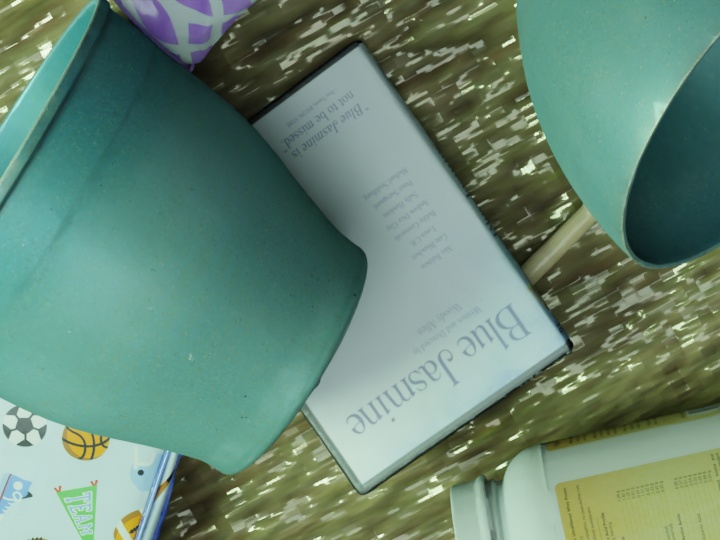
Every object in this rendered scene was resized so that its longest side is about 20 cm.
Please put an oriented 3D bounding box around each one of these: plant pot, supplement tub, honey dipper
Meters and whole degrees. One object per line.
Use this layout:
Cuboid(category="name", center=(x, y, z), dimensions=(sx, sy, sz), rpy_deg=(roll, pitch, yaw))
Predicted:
Cuboid(category="plant pot", center=(-0.106, -0.002, 1.204), dimensions=(0.187, 0.200, 0.201), rpy_deg=(32, 106, -13))
Cuboid(category="plant pot", center=(0.156, -0.121, 1.193), dimensions=(0.135, 0.200, 0.201), rpy_deg=(44, 107, 27))
Cuboid(category="supplement tub", center=(0.157, 0.153, 1.285), dimensions=(0.198, 0.145, 0.146), rpy_deg=(-13, 107, 6))
Cuboid(category="honey dipper", center=(0.068, 0.024, 1.304), dimensions=(0.038, 0.038, 0.200), rpy_deg=(42, 102, -11))

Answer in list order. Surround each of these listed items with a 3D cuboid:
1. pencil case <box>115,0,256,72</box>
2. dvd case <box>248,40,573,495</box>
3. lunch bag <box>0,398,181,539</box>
Cuboid(category="pencil case", center=(-0.041, -0.188, 1.219), dimensions=(0.199, 0.084, 0.086), rpy_deg=(-35, 124, 13))
Cuboid(category="dvd case", center=(0.000, 0.000, 1.285), dimensions=(0.142, 0.018, 0.201), rpy_deg=(-35, 91, 11))
Cuboid(category="lunch bag", center=(-0.179, 0.121, 1.322), dimensions=(0.159, 0.076, 0.201), rpy_deg=(18, 106, -7))
